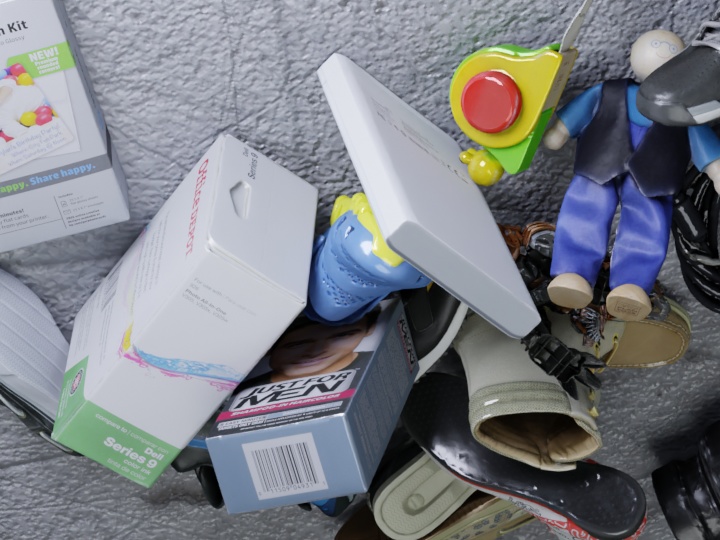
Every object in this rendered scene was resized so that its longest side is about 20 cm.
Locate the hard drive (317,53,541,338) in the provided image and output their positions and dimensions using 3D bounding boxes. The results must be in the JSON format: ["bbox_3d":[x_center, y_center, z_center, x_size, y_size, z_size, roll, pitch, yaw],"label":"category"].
[{"bbox_3d":[0.043,-0.051,1.592,0.027,0.200,0.132,-43,125,16],"label":"hard drive"}]

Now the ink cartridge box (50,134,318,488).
[{"bbox_3d":[-0.119,0.027,1.662,0.087,0.146,0.200,29,121,-17],"label":"ink cartridge box"}]

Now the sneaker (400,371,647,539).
[{"bbox_3d":[0.120,0.150,1.802,0.201,0.067,0.108,27,167,14],"label":"sneaker"}]

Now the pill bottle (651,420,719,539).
[{"bbox_3d":[0.334,0.152,1.889,0.200,0.112,0.112,-27,130,14],"label":"pill bottle"}]

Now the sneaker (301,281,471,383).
[{"bbox_3d":[0.004,0.043,1.757,0.090,0.070,0.200,19,127,-28],"label":"sneaker"}]

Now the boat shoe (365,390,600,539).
[{"bbox_3d":[0.091,0.128,1.861,0.200,0.068,0.072,-33,107,1],"label":"boat shoe"}]

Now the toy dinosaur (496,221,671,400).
[{"bbox_3d":[0.135,0.012,1.709,0.199,0.136,0.102,-3,122,-18],"label":"toy dinosaur"}]

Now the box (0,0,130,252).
[{"bbox_3d":[-0.252,-0.099,1.604,0.155,0.041,0.200,-14,131,1],"label":"box"}]

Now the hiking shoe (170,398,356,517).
[{"bbox_3d":[-0.082,0.142,1.802,0.087,0.074,0.200,-54,132,-6],"label":"hiking shoe"}]

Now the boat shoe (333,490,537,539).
[{"bbox_3d":[0.075,0.197,1.904,0.199,0.073,0.063,-23,129,9],"label":"boat shoe"}]

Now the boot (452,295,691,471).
[{"bbox_3d":[0.160,0.077,1.759,0.199,0.155,0.072,7,128,-17],"label":"boot"}]

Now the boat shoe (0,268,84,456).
[{"bbox_3d":[-0.243,0.075,1.736,0.071,0.072,0.200,-19,125,35],"label":"boat shoe"}]

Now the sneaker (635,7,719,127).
[{"bbox_3d":[0.253,-0.181,1.588,0.200,0.075,0.116,-30,126,-27],"label":"sneaker"}]

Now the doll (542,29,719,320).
[{"bbox_3d":[0.187,-0.068,1.630,0.136,0.201,0.048,11,162,9],"label":"doll"}]

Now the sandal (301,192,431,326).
[{"bbox_3d":[0.000,0.000,1.631,0.079,0.200,0.087,38,85,-3],"label":"sandal"}]

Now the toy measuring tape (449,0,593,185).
[{"bbox_3d":[0.109,-0.151,1.621,0.073,0.074,0.201,14,111,-22],"label":"toy measuring tape"}]

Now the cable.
[{"bbox_3d":[0.318,-0.048,1.717,0.199,0.051,0.164,-24,105,-4],"label":"cable"}]

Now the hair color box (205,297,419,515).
[{"bbox_3d":[-0.029,0.089,1.646,0.099,0.200,0.061,-11,108,16],"label":"hair color box"}]
